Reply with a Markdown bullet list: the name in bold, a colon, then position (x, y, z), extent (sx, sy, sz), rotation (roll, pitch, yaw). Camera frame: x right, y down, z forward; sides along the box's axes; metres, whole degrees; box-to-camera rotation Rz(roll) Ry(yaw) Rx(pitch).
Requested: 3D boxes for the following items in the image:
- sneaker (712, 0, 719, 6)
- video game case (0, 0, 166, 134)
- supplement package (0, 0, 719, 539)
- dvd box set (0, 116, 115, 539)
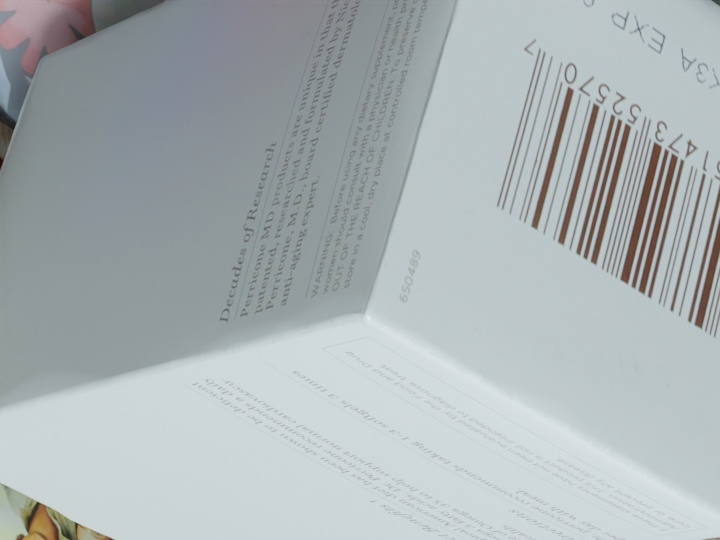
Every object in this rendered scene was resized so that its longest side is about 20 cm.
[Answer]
- **sneaker**: position (0.154, -0.034, 0.806), extent (0.198, 0.076, 0.115), rotation (11, 126, 2)
- **video game case**: position (-0.043, -0.122, 0.764), extent (0.181, 0.023, 0.201), rotation (1, 126, 26)
- **supplement package**: position (0.000, 0.000, 0.724), extent (0.117, 0.118, 0.200), rotation (29, 154, -29)
- **dvd box set**: position (-0.099, 0.054, 0.799), extent (0.146, 0.201, 0.029), rotation (35, 135, -29)
